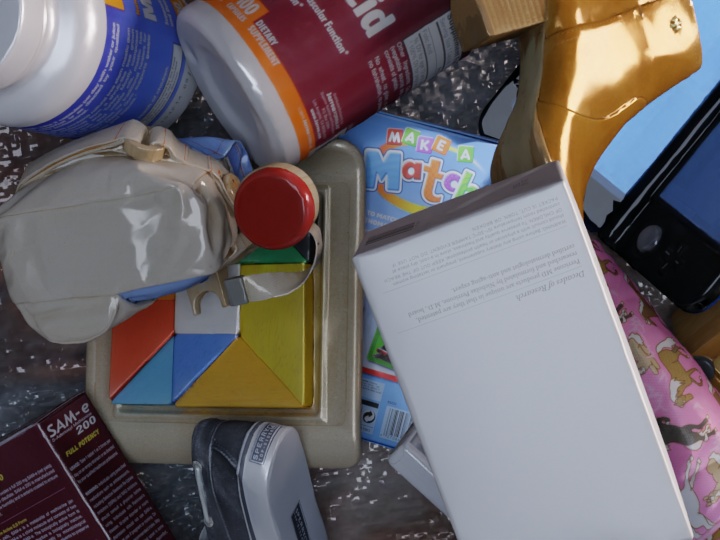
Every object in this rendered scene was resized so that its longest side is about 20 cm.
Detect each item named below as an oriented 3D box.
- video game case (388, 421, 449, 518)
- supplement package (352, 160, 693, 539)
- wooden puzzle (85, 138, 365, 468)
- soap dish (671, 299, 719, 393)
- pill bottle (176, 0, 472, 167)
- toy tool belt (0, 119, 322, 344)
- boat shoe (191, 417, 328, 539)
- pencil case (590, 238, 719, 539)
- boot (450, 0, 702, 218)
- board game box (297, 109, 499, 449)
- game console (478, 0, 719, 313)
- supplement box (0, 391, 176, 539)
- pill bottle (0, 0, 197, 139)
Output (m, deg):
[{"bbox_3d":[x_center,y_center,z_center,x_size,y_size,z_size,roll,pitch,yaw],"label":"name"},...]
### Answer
[{"bbox_3d":[0.129,0.125,1.330,0.200,0.182,0.023,42,130,-2],"label":"video game case"},{"bbox_3d":[0.087,0.059,1.184,0.119,0.121,0.201,-20,95,6],"label":"supplement package"},{"bbox_3d":[-0.087,0.021,1.359,0.184,0.037,0.201,0,91,19],"label":"wooden puzzle"},{"bbox_3d":[0.301,0.063,1.327,0.200,0.081,0.157,45,128,-1],"label":"soap dish"},{"bbox_3d":[0.001,-0.155,1.312,0.200,0.114,0.114,-34,93,-13],"label":"pill bottle"},{"bbox_3d":[-0.108,-0.032,1.294,0.199,0.123,0.126,-13,99,16],"label":"toy tool belt"},{"bbox_3d":[-0.066,0.170,1.362,0.067,0.072,0.201,9,135,21],"label":"boat shoe"},{"bbox_3d":[0.163,0.074,1.317,0.086,0.083,0.200,-39,77,18],"label":"pencil case"},{"bbox_3d":[0.143,-0.095,1.288,0.143,0.071,0.202,-18,93,-25],"label":"boot"},{"bbox_3d":[0.000,0.000,1.374,0.151,0.037,0.201,16,97,11],"label":"board game box"},{"bbox_3d":[0.195,-0.104,1.332,0.118,0.171,0.200,35,97,-28],"label":"game console"},{"bbox_3d":[-0.170,0.189,1.379,0.109,0.061,0.201,-29,95,31],"label":"supplement box"},{"bbox_3d":[-0.181,-0.136,1.285,0.111,0.200,0.113,-1,87,21],"label":"pill bottle"}]
